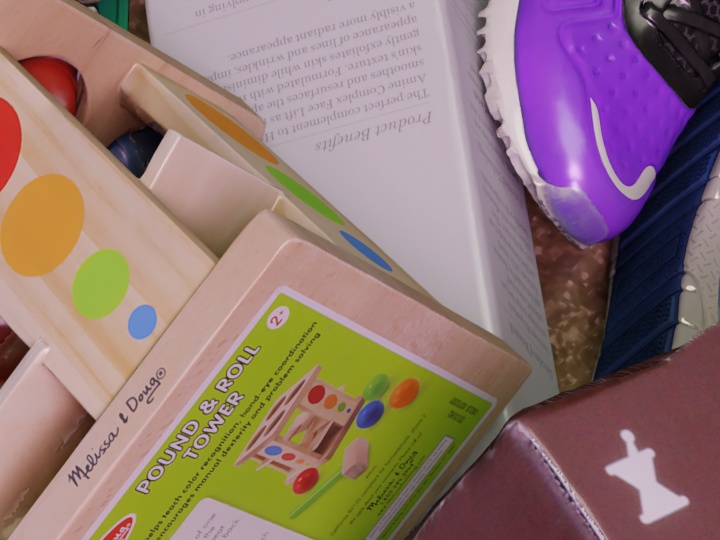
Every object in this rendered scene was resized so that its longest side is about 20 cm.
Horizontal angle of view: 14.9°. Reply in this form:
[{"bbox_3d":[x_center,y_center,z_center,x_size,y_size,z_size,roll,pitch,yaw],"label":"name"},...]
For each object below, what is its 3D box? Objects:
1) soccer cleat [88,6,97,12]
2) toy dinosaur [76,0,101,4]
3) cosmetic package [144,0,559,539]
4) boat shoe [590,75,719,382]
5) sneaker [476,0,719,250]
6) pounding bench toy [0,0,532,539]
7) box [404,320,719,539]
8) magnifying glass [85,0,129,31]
[{"bbox_3d":[-0.160,-0.091,0.841,0.085,0.200,0.069,-18,53,35],"label":"soccer cleat"},{"bbox_3d":[-0.018,-0.157,0.921,0.135,0.086,0.200,14,33,36],"label":"toy dinosaur"},{"bbox_3d":[0.000,0.000,0.848,0.101,0.074,0.201,-14,66,16],"label":"cosmetic package"},{"bbox_3d":[0.123,0.003,0.880,0.072,0.072,0.200,30,55,-16],"label":"boat shoe"},{"bbox_3d":[0.104,-0.099,0.879,0.099,0.070,0.201,-12,45,32],"label":"sneaker"},{"bbox_3d":[-0.090,0.044,0.759,0.156,0.124,0.200,42,98,36],"label":"pounding bench toy"},{"bbox_3d":[0.090,0.133,0.712,0.166,0.200,0.164,-18,65,-41],"label":"box"},{"bbox_3d":[-0.094,-0.090,0.927,0.079,0.022,0.200,25,67,6],"label":"magnifying glass"}]
